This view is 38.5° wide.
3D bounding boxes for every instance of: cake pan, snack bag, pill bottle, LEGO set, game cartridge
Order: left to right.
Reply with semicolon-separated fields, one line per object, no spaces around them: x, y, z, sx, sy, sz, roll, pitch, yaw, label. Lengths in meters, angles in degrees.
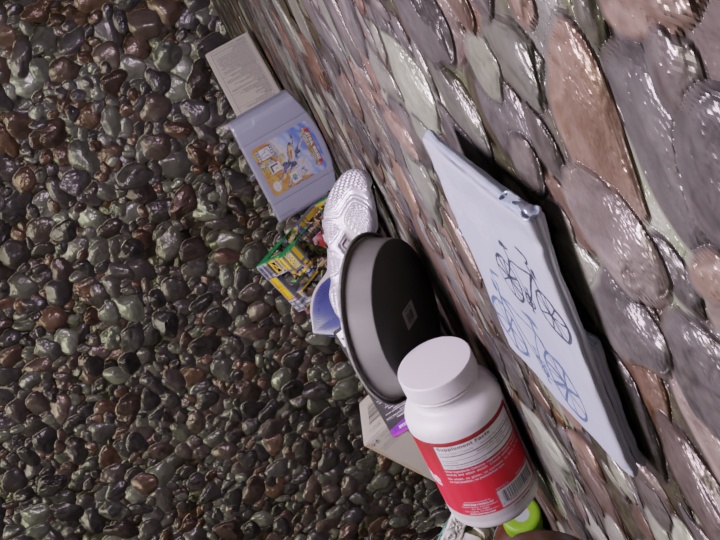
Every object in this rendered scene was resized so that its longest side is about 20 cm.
-0.121;-0.192;1.725;0.201;0.132;0.042;63;177;-31;game cartridge
-0.054;-0.024;1.577;0.116;0.200;0.153;46;142;-13;LEGO set
0.039;0.052;1.183;0.200;0.036;0.202;32;-127;-54;cake pan
0.116;0.176;1.136;0.201;0.112;0.112;64;177;-28;pill bottle
0.107;0.010;0.662;0.201;0.021;0.189;63;176;-26;snack bag

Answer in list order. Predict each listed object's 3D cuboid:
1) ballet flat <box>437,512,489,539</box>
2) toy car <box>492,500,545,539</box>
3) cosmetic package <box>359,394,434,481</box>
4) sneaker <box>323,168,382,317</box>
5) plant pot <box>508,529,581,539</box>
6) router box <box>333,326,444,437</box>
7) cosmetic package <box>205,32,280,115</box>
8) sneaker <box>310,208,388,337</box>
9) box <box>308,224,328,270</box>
0.153;0.330;1.404;0.072;0.071;0.202;-124;49;-61;ballet flat
0.183;0.428;1.384;0.158;0.199;0.165;59;176;40;toy car
0.098;0.279;1.748;0.199;0.073;0.104;33;-151;-26;cosmetic package
0.010;-0.036;1.367;0.113;0.075;0.202;-15;-72;-57;sneaker
0.181;0.345;0.938;0.202;0.199;0.198;62;-175;-10;plant pot
0.061;0.117;1.320;0.150;0.051;0.200;60;-156;8;router box
-0.223;-0.369;2.086;0.201;0.103;0.073;62;179;22;cosmetic package
0.000;-0.001;1.472;0.115;0.080;0.202;9;-91;-51;sneaker
-0.003;-0.006;1.709;0.100;0.095;0.200;63;177;-37;box
